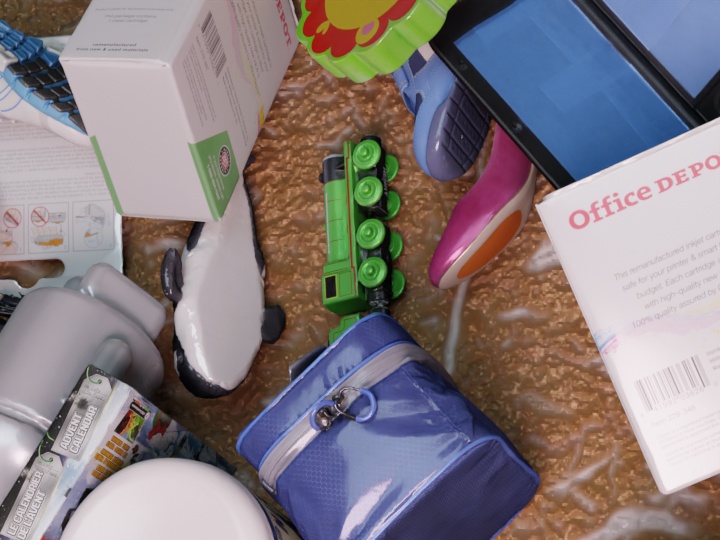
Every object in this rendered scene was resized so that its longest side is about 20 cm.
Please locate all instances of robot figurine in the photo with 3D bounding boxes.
[{"bbox_3d":[-0.208,0.092,1.354,0.113,0.169,0.201,36,61,-14],"label":"robot figurine"}]

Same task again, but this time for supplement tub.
[{"bbox_3d":[-0.092,0.211,1.261,0.144,0.200,0.146,-6,68,16],"label":"supplement tub"}]

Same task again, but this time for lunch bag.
[{"bbox_3d":[0.011,0.116,1.263,0.136,0.200,0.132,-43,65,-1],"label":"lunch bag"}]

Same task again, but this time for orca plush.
[{"bbox_3d":[-0.118,0.006,1.425,0.071,0.105,0.201,-31,61,40],"label":"orca plush"}]

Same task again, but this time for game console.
[{"bbox_3d":[0.176,-0.157,1.338,0.200,0.118,0.173,50,127,16],"label":"game console"}]

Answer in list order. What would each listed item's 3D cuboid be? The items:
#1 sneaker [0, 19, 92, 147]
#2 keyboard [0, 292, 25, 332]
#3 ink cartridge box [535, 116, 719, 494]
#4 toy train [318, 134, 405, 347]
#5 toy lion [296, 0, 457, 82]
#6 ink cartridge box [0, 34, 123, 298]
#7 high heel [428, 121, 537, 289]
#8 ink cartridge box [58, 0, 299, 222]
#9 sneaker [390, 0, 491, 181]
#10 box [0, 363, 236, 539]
[{"bbox_3d":[-0.269,-0.135,1.486,0.200,0.075,0.087,33,119,16],"label":"sneaker"},{"bbox_3d":[-0.258,0.064,1.460,0.199,0.040,0.104,23,80,22],"label":"keyboard"},{"bbox_3d":[0.218,0.020,1.262,0.147,0.086,0.201,-23,85,10],"label":"ink cartridge box"},{"bbox_3d":[0.000,0.000,1.405,0.056,0.042,0.201,-14,65,25],"label":"toy train"},{"bbox_3d":[0.028,-0.230,1.404,0.192,0.069,0.200,-42,36,18],"label":"toy lion"},{"bbox_3d":[-0.244,-0.076,1.523,0.159,0.047,0.201,-3,85,17],"label":"ink cartridge box"},{"bbox_3d":[0.086,-0.082,1.385,0.096,0.067,0.200,34,78,16],"label":"high heel"},{"bbox_3d":[-0.120,-0.155,1.408,0.087,0.146,0.201,4,47,20],"label":"ink cartridge box"},{"bbox_3d":[0.048,-0.151,1.431,0.082,0.074,0.201,-6,61,18],"label":"sneaker"},{"bbox_3d":[-0.161,0.154,1.306,0.040,0.200,0.137,26,79,23],"label":"box"}]
